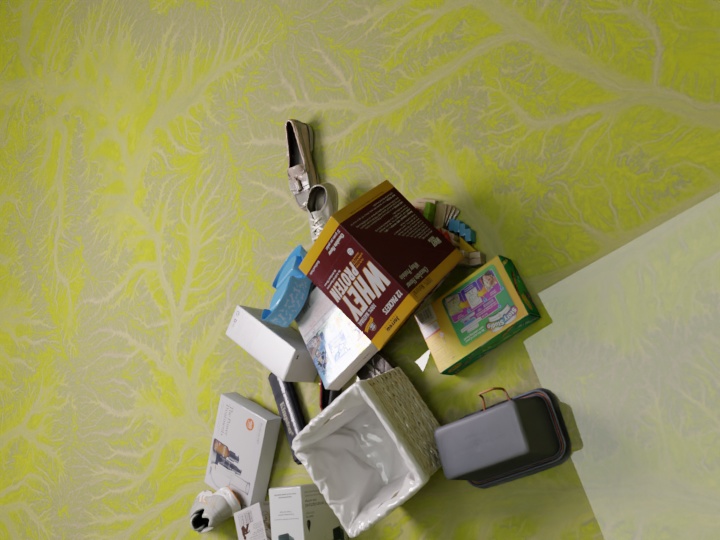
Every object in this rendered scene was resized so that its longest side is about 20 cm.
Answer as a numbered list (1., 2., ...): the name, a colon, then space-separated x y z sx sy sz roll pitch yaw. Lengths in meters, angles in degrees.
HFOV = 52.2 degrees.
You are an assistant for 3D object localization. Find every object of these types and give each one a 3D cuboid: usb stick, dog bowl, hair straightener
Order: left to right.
1. usb stick: -0.144 0.296 1.518 0.055 0.032 0.204 -35 63 27
2. dog bowl: -0.141 0.034 1.496 0.112 0.049 0.202 -47 19 33
3. hair straightener: -0.050 0.289 1.444 0.075 0.041 0.206 -1 80 36

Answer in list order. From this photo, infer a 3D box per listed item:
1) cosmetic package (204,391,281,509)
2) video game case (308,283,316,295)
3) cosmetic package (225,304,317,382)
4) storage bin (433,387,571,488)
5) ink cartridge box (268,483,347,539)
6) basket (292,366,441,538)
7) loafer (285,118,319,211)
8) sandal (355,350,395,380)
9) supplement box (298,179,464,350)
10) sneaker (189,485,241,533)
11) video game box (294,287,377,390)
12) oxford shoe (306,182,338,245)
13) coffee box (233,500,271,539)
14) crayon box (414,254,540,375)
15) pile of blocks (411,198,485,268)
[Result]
1. cosmetic package: -0.250 0.381 1.553 0.148 0.051 0.206 18 100 35
2. video game case: 0.000 0.000 1.463 0.197 0.045 0.186 18 91 37
3. cosmetic package: -0.178 0.152 1.530 0.198 0.100 0.073 31 99 37
4. storage bin: 0.218 0.265 1.195 0.197 0.133 0.149 -27 66 28
5. ink cartridge box: -0.092 0.504 1.369 0.081 0.145 0.206 -14 74 31
6. basket: 0.025 0.306 1.277 0.198 0.160 0.202 -44 75 27
7. loafer: -0.137 -0.230 1.597 0.071 0.062 0.206 -16 72 33
8. sandal: 0.019 0.183 1.410 0.199 0.054 0.084 32 110 44
9. supplement box: 0.039 -0.014 1.273 0.200 0.197 0.133 44 129 7
10. sneaker: -0.330 0.512 1.544 0.077 0.091 0.199 56 138 5
11. video game box: -0.028 0.092 1.401 0.200 0.046 0.184 -46 52 24
12. oxford shoe: -0.076 -0.081 1.473 0.074 0.057 0.206 -11 76 31
13. coffee box: -0.165 0.560 1.432 0.079 0.112 0.205 -29 66 28
14. crayon box: 0.202 0.081 1.290 0.199 0.058 0.121 -37 62 25
15. pile of blocks: 0.154 -0.078 1.355 0.199 0.062 0.083 41 105 34
